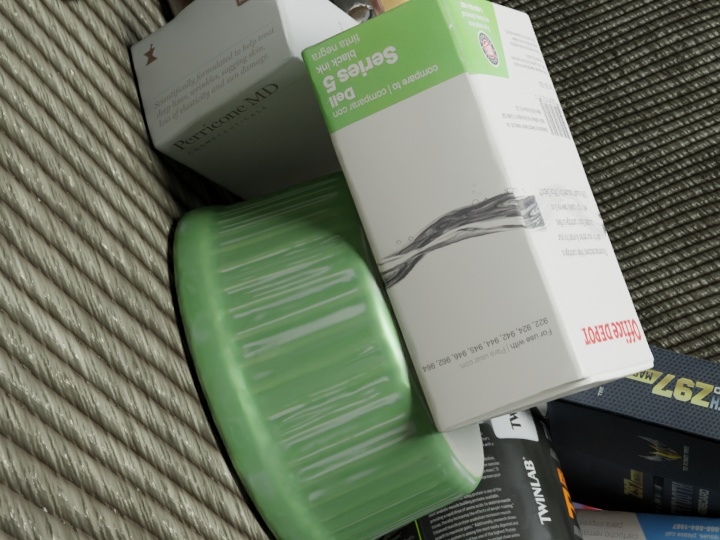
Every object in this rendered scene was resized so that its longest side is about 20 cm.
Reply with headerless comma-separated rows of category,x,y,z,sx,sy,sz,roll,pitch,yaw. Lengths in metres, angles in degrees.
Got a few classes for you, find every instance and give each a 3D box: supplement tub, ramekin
supplement tub,0.064,0.152,1.157,0.123,0.122,0.201,51,21,-60
ramekin,-0.011,0.045,1.047,0.200,0.097,0.201,-21,90,-80

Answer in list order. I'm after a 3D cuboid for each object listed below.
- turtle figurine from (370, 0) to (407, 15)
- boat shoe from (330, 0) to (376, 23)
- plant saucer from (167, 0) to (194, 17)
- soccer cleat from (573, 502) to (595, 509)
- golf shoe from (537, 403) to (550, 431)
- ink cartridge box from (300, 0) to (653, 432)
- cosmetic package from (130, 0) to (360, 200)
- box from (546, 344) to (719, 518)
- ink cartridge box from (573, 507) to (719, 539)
turtle figurine,0.004,-0.193,1.432,0.064,0.161,0.201,49,21,-61
boat shoe,-0.015,-0.113,1.266,0.200,0.076,0.074,58,-24,8
plant saucer,-0.085,-0.159,1.258,0.200,0.032,0.201,-22,90,-81
soccer cleat,0.131,0.147,1.362,0.067,0.076,0.201,-24,136,-65
golf shoe,0.092,0.104,1.266,0.094,0.077,0.201,-45,136,-59
ink cartridge box,0.063,-0.029,1.011,0.145,0.084,0.201,-2,71,-69
cosmetic package,-0.024,-0.082,1.116,0.200,0.101,0.074,27,40,-51
box,0.196,0.108,1.203,0.200,0.157,0.051,73,35,-65
ink cartridge box,0.166,0.253,1.220,0.084,0.145,0.201,48,49,-56
